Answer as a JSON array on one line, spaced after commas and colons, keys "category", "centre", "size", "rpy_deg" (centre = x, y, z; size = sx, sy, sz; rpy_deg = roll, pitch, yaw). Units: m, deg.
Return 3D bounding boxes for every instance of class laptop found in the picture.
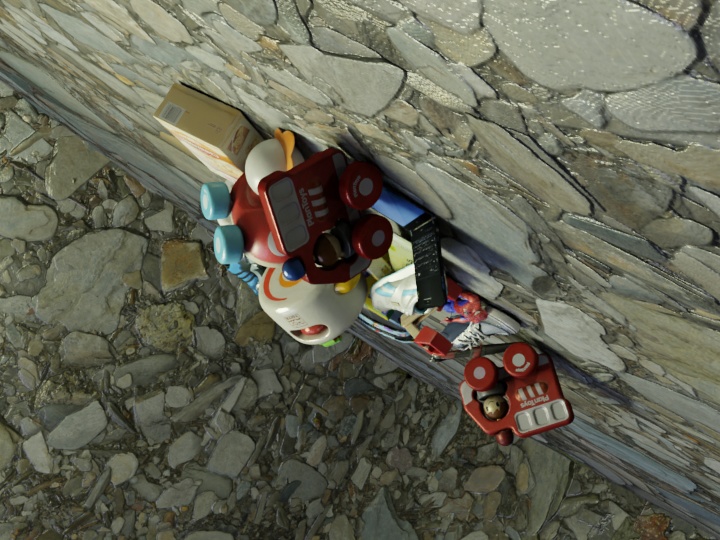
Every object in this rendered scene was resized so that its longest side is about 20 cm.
[{"category": "laptop", "centre": [0.055, -0.038, 1.289], "size": [0.103, 0.202, 0.177], "rpy_deg": [-6, 177, -8]}]

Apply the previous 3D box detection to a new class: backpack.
[{"category": "backpack", "centre": [0.053, 0.062, 1.786], "size": [0.199, 0.135, 0.183], "rpy_deg": [29, 171, 25]}]

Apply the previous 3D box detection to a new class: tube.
[{"category": "tube", "centre": [0.076, -0.026, 1.493], "size": [0.058, 0.052, 0.200], "rpy_deg": [-11, 165, -1]}]

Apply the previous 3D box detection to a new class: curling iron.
[{"category": "curling iron", "centre": [0.234, 0.158, 1.684], "size": [0.199, 0.026, 0.050], "rpy_deg": [-9, -169, 1]}]

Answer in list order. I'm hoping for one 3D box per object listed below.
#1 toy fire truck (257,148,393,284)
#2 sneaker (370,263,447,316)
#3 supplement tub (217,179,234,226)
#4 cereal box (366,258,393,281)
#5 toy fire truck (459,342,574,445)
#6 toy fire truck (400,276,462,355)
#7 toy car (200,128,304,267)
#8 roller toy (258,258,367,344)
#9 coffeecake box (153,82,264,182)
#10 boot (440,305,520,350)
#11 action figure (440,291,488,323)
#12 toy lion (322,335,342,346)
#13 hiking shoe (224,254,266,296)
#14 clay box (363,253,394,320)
[{"category": "toy fire truck", "centre": [-0.055, -0.068, 1.193], "size": [0.112, 0.167, 0.201], "rpy_deg": [24, 136, 47]}, {"category": "sneaker", "centre": [0.082, 0.046, 1.502], "size": [0.076, 0.081, 0.200], "rpy_deg": [-5, 165, -31]}, {"category": "supplement tub", "centre": [-0.189, -0.103, 1.692], "size": [0.144, 0.145, 0.200], "rpy_deg": [28, 171, 26]}, {"category": "cereal box", "centre": [-0.036, -0.073, 1.516], "size": [0.144, 0.040, 0.200], "rpy_deg": [42, 176, 47]}, {"category": "toy fire truck", "centre": [0.298, 0.246, 1.638], "size": [0.112, 0.199, 0.169], "rpy_deg": [37, -145, -58]}, {"category": "toy fire truck", "centre": [0.117, 0.069, 1.557], "size": [0.049, 0.142, 0.200], "rpy_deg": [37, 171, -32]}, {"category": "toy car", "centre": [-0.133, -0.125, 1.311], "size": [0.178, 0.183, 0.200], "rpy_deg": [68, 150, 30]}, {"category": "roller toy", "centre": [-0.092, 0.033, 1.574], "size": [0.140, 0.182, 0.200], "rpy_deg": [47, 176, -37]}, {"category": "coffeecake box", "centre": [-0.233, -0.217, 1.436], "size": [0.153, 0.073, 0.200], "rpy_deg": [27, 171, 27]}, {"category": "boot", "centre": [0.227, 0.118, 1.614], "size": [0.073, 0.091, 0.200], "rpy_deg": [35, 172, -19]}, {"category": "action figure", "centre": [0.176, 0.064, 1.600], "size": [0.200, 0.051, 0.066], "rpy_deg": [17, 123, 57]}, {"category": "toy lion", "centre": [-0.090, 0.065, 1.790], "size": [0.193, 0.068, 0.200], "rpy_deg": [62, -162, -2]}, {"category": "hiking shoe", "centre": [-0.220, -0.012, 1.648], "size": [0.086, 0.075, 0.200], "rpy_deg": [8, 150, 9]}, {"category": "clay box", "centre": [0.000, 0.000, 1.694], "size": [0.199, 0.115, 0.048], "rpy_deg": [30, 171, 16]}]
